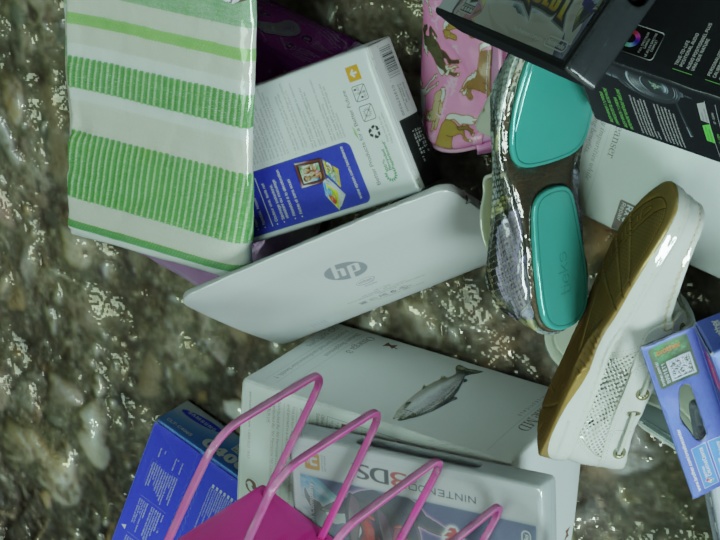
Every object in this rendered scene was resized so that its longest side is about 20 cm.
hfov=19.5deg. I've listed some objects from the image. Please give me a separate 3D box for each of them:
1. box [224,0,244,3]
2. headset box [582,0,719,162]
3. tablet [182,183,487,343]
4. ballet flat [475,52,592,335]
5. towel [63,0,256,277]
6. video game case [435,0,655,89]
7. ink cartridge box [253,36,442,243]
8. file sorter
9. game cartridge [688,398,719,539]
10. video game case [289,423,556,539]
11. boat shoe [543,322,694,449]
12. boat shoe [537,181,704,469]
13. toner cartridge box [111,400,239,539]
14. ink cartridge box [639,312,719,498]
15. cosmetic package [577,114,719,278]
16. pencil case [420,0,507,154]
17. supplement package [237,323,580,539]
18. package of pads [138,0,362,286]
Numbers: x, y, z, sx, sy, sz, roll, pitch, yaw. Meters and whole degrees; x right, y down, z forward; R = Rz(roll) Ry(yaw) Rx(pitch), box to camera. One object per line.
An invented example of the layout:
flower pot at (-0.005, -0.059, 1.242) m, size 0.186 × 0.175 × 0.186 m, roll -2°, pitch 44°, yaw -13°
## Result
box at (-0.078, -0.255, 1.269) m, size 0.176 × 0.200 × 0.097 m, roll 33°, pitch 121°, yaw 19°
headset box at (0.230, -0.147, 1.131) m, size 0.200 × 0.093 × 0.174 m, roll 23°, pitch 76°, yaw 24°
tablet at (0.000, 0.000, 1.340) m, size 0.200 × 0.130 × 0.014 m, roll -23°, pitch 65°, yaw 23°
ballet flat at (0.095, -0.062, 1.218) m, size 0.072 × 0.072 × 0.201 m, roll 10°, pitch 112°, yaw 29°
towel at (-0.126, -0.101, 1.325) m, size 0.152 × 0.023 × 0.201 m, roll 16°, pitch 116°, yaw 30°
video game case at (0.130, -0.194, 1.127) m, size 0.025 × 0.200 × 0.181 m, roll 34°, pitch 93°, yaw -22°
ink cartridge box at (-0.050, -0.073, 1.325) m, size 0.200 × 0.037 × 0.095 m, roll -16°, pitch 99°, yaw 33°
file sorter at (-0.001, 0.172, 1.240) m, size 0.200 × 0.139 × 0.126 m, roll 36°, pitch 120°, yaw 17°
game cartridge at (0.279, 0.158, 1.256) m, size 0.133 × 0.041 × 0.201 m, roll -11°, pitch 102°, yaw 4°
video game case at (0.040, 0.206, 1.324) m, size 0.182 × 0.023 × 0.201 m, roll 9°, pitch 114°, yaw 30°
boat shoe at (0.206, 0.077, 1.306) m, size 0.200 × 0.062 × 0.073 m, roll 28°, pitch 84°, yaw 8°
boat shoe at (0.166, 0.036, 1.226) m, size 0.069 × 0.071 × 0.200 m, roll 17°, pitch 127°, yaw -5°
toner cartridge box at (-0.133, 0.204, 1.559) m, size 0.095 × 0.043 × 0.200 m, roll 33°, pitch 121°, yaw 17°
ink cartridge box at (0.269, 0.059, 1.182) m, size 0.200 × 0.042 × 0.120 m, roll -20°, pitch 121°, yaw 4°
cosmetic package at (0.212, -0.065, 1.228) m, size 0.200 × 0.081 × 0.113 m, roll 26°, pitch 121°, yaw 23°
pencil case at (0.076, -0.173, 1.275) m, size 0.086 × 0.083 × 0.201 m, roll 10°, pitch 111°, yaw 30°
supplement package at (0.032, 0.127, 1.385) m, size 0.200 × 0.117 × 0.118 m, roll 16°, pitch 115°, yaw 26°
package of pads at (-0.075, -0.076, 1.406) m, size 0.120 × 0.076 × 0.200 m, roll 28°, pitch 119°, yaw 18°
